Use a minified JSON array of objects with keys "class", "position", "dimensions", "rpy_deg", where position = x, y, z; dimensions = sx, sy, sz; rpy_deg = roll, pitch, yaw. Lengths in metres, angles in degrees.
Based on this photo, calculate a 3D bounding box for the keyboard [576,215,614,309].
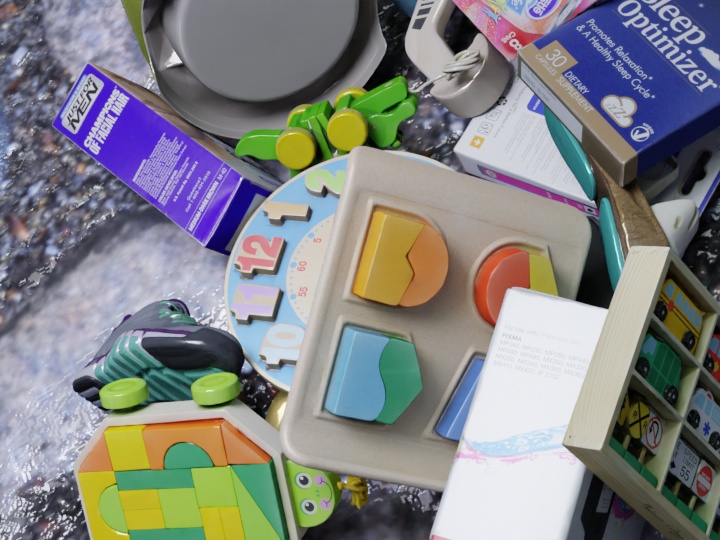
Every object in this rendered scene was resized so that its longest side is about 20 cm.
[{"class":"keyboard","position":[0.164,0.060,1.029],"dimensions":[0.127,0.021,0.200],"rpy_deg":[-36,54,-2]}]

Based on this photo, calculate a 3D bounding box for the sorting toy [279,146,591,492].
[{"class":"sorting toy","position":[0.054,0.039,0.965],"dimensions":[0.036,0.184,0.202],"rpy_deg":[10,86,64]}]

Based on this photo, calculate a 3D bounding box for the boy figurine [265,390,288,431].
[{"class":"boy figurine","position":[0.000,0.052,1.075],"dimensions":[0.124,0.065,0.201],"rpy_deg":[20,71,30]}]

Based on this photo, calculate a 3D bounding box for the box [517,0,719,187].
[{"class":"box","position":[0.220,-0.150,1.031],"dimensions":[0.199,0.033,0.121],"rpy_deg":[-30,58,-14]}]

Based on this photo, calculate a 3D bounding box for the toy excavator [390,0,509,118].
[{"class":"toy excavator","position":[0.058,-0.225,1.191],"dimensions":[0.193,0.100,0.202],"rpy_deg":[16,80,40]}]

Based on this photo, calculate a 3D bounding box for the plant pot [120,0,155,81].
[{"class":"plant pot","position":[-0.124,-0.259,1.228],"dimensions":[0.199,0.193,0.202],"rpy_deg":[-11,58,17]}]

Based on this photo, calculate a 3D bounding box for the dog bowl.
[{"class":"dog bowl","position":[-0.074,-0.199,1.146],"dimensions":[0.199,0.201,0.059],"rpy_deg":[-33,43,2]}]

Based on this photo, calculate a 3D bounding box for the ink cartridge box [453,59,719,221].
[{"class":"ink cartridge box","position":[0.173,-0.088,1.102],"dimensions":[0.199,0.037,0.095],"rpy_deg":[23,73,34]}]

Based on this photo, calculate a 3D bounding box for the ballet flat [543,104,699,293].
[{"class":"ballet flat","position":[0.185,-0.049,1.026],"dimensions":[0.072,0.068,0.201],"rpy_deg":[-16,59,-1]}]

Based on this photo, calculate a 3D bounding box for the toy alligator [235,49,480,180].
[{"class":"toy alligator","position":[0.004,-0.104,1.121],"dimensions":[0.198,0.055,0.059],"rpy_deg":[-18,23,15]}]

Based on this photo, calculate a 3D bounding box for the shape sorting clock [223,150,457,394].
[{"class":"shape sorting clock","position":[0.000,0.000,1.045],"dimensions":[0.198,0.039,0.202],"rpy_deg":[-10,56,15]}]

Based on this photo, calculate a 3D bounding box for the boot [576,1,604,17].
[{"class":"boot","position":[0.241,-0.187,1.118],"dimensions":[0.198,0.074,0.096],"rpy_deg":[9,59,17]}]

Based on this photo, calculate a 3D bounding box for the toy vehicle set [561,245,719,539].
[{"class":"toy vehicle set","position":[0.195,0.089,0.889],"dimensions":[0.026,0.200,0.125],"rpy_deg":[4,63,43]}]

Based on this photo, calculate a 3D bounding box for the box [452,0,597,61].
[{"class":"box","position":[0.140,-0.258,1.116],"dimensions":[0.102,0.095,0.201],"rpy_deg":[-32,19,40]}]

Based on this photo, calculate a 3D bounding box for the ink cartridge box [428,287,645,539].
[{"class":"ink cartridge box","position":[0.116,0.131,0.912],"dimensions":[0.082,0.146,0.202],"rpy_deg":[11,75,29]}]

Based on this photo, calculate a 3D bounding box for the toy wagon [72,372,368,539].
[{"class":"toy wagon","position":[-0.093,0.147,1.013],"dimensions":[0.198,0.157,0.040],"rpy_deg":[-5,16,20]}]

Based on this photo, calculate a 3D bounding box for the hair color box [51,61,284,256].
[{"class":"hair color box","position":[-0.134,-0.079,1.173],"dimensions":[0.199,0.109,0.065],"rpy_deg":[35,98,34]}]

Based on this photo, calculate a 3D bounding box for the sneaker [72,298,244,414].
[{"class":"sneaker","position":[-0.139,0.047,1.090],"dimensions":[0.199,0.074,0.088],"rpy_deg":[-16,41,52]}]
